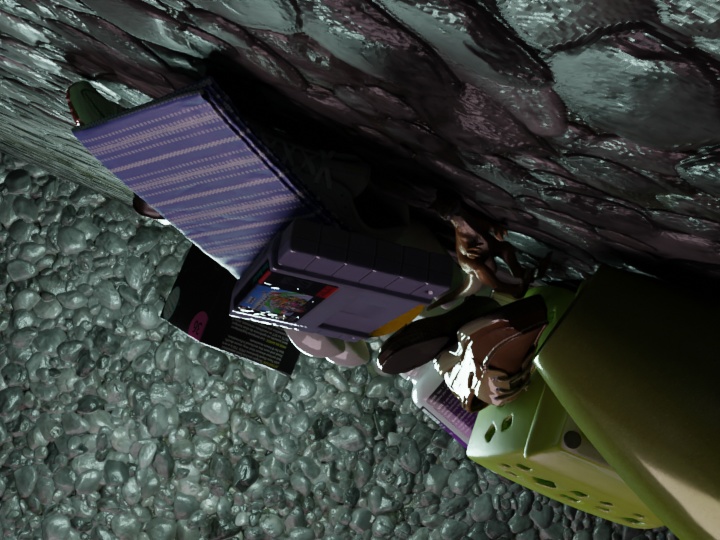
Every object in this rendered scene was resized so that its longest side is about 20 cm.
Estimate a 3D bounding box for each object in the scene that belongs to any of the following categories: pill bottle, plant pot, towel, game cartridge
[{"bbox_3d":[0.151,0.175,1.098,0.200,0.113,0.112,41,177,7],"label":"pill bottle"},{"bbox_3d":[0.241,0.127,0.760,0.198,0.201,0.182,23,167,-2],"label":"plant pot"},{"bbox_3d":[-0.100,-0.058,0.605,0.144,0.024,0.200,-8,141,35],"label":"towel"},{"bbox_3d":[0.237,0.090,0.597,0.200,0.187,0.187,36,178,13],"label":"plant pot"},{"bbox_3d":[-0.027,0.017,0.643,0.129,0.039,0.200,9,161,-19],"label":"game cartridge"}]

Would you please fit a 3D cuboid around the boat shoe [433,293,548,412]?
[{"bbox_3d":[0.126,0.081,0.720,0.200,0.075,0.074,109,138,-68],"label":"boat shoe"}]

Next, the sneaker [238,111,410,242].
[{"bbox_3d":[-0.042,-0.078,0.632,0.200,0.076,0.092,30,149,-28],"label":"sneaker"}]

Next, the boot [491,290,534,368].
[{"bbox_3d":[0.204,0.122,1.028,0.072,0.155,0.200,19,172,45],"label":"boot"}]

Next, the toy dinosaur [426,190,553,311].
[{"bbox_3d":[0.105,-0.010,0.691,0.106,0.060,0.200,28,158,25],"label":"toy dinosaur"}]

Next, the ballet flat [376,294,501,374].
[{"bbox_3d":[0.080,0.057,0.802,0.200,0.067,0.046,-15,-114,-47],"label":"ballet flat"}]

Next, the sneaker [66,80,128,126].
[{"bbox_3d":[-0.206,-0.121,0.783,0.200,0.082,0.078,39,164,9],"label":"sneaker"}]

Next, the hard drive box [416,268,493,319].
[{"bbox_3d":[0.046,0.011,1.027,0.200,0.077,0.156,25,175,-14],"label":"hard drive box"}]

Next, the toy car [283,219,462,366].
[{"bbox_3d":[0.000,0.000,0.841,0.150,0.175,0.200,60,-172,19],"label":"toy car"}]

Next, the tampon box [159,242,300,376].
[{"bbox_3d":[-0.125,-0.002,0.944,0.126,0.201,0.150,26,174,-30],"label":"tampon box"}]

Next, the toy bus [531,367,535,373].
[{"bbox_3d":[0.204,0.118,1.221,0.192,0.136,0.200,40,170,-20],"label":"toy bus"}]

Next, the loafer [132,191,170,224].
[{"bbox_3d":[-0.208,-0.082,0.899,0.073,0.072,0.200,14,-164,-2],"label":"loafer"}]
